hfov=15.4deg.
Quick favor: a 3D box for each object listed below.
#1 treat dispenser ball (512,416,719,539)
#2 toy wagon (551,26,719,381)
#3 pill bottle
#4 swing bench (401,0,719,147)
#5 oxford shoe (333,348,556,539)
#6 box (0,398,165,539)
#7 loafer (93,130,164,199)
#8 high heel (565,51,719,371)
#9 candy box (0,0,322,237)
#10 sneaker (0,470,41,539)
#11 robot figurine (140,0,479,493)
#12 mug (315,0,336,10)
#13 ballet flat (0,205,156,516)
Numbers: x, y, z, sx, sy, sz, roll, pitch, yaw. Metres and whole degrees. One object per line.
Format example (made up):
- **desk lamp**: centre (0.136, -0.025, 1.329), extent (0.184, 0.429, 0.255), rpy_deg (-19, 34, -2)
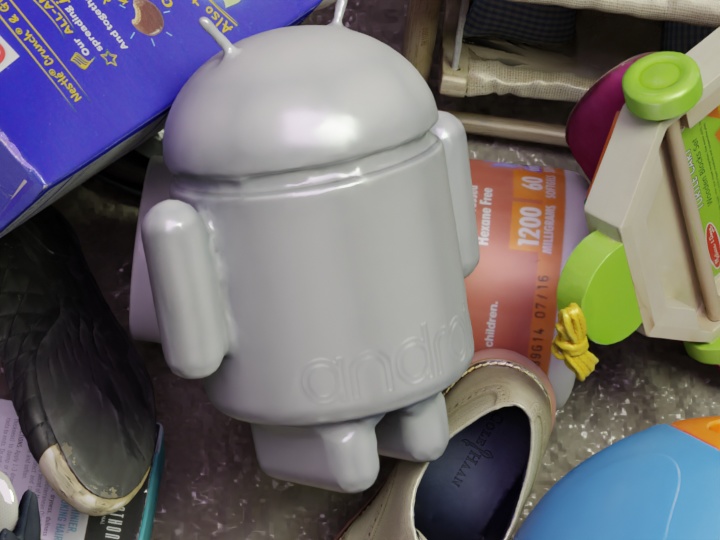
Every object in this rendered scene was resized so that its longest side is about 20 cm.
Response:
- **treat dispenser ball**: centre (0.150, 0.160, 1.099), extent (0.201, 0.201, 0.201), rpy_deg (1, 67, -2)
- **toy wagon**: centre (0.144, -0.032, 1.123), extent (0.200, 0.155, 0.040), rpy_deg (-38, 44, -21)
- **pill bottle**: centre (0.000, 0.000, 1.206), extent (0.200, 0.112, 0.112), rpy_deg (6, 67, -1)
- **swing bench**: centre (0.124, -0.144, 1.224), extent (0.199, 0.200, 0.130), rpy_deg (8, 68, 1)
- **oxford shoe**: centre (0.021, 0.128, 1.140), extent (0.071, 0.074, 0.200), rpy_deg (22, 99, -1)
- **box**: centre (-0.192, 0.098, 1.190), extent (0.200, 0.049, 0.082), rpy_deg (9, 67, 1)
- **loafer**: centre (-0.124, -0.090, 1.263), extent (0.200, 0.063, 0.072), rpy_deg (25, 67, 8)
- **high heel**: centre (0.146, -0.023, 1.177), extent (0.067, 0.200, 0.096), rpy_deg (-30, 65, 5)
- **candy box**: centre (-0.139, -0.124, 1.124), extent (0.169, 0.077, 0.200), rpy_deg (51, 44, 1)
- **sneaker**: centre (-0.163, 0.127, 1.087), extent (0.079, 0.199, 0.130), rpy_deg (8, 93, 3)
- **robot figurine**: centre (-0.017, -0.013, 1.086), extent (0.170, 0.113, 0.200), rpy_deg (-23, 109, -41)
- **mug**: centre (-0.043, -0.209, 1.226), extent (0.148, 0.175, 0.200), rpy_deg (-2, 54, -34)
- **ballet flat**: centre (-0.136, 0.041, 1.182), extent (0.066, 0.057, 0.200), rpy_deg (21, 28, -34)
